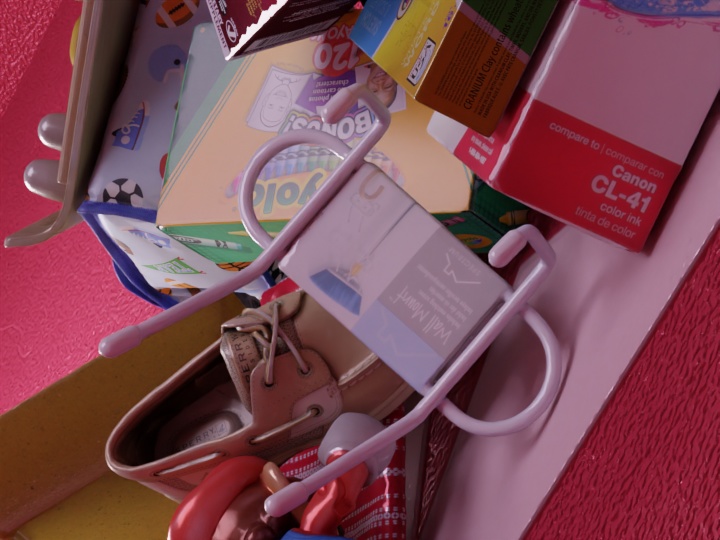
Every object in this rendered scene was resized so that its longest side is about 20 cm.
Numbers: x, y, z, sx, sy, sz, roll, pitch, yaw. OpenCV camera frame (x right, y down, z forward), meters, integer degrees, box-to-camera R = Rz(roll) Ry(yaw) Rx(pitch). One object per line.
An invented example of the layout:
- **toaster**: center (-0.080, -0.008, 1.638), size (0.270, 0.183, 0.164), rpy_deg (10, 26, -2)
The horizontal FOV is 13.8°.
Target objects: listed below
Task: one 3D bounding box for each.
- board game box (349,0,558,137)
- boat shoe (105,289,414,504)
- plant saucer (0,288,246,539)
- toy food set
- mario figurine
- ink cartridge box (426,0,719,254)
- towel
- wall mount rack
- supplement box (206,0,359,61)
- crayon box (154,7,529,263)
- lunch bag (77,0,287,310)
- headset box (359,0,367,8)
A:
- **board game box**: center (0.058, -0.153, 1.377), size (0.153, 0.040, 0.200), rpy_deg (-64, 13, 7)
- **boat shoe**: center (-0.039, 0.049, 1.440), size (0.200, 0.065, 0.072), rpy_deg (-34, 58, 25)
- **plant saucer**: center (-0.120, 0.111, 1.614), size (0.200, 0.200, 0.049), rpy_deg (-31, 62, 2)
- **toy food set**: center (-0.167, -0.119, 1.723), size (0.144, 0.060, 0.201), rpy_deg (-41, -38, -78)
- **mario figurine**: center (-0.007, 0.146, 1.384), size (0.123, 0.106, 0.200), rpy_deg (-34, 33, -16)
- **ink cartridge box**: center (0.120, -0.124, 1.361), size (0.200, 0.085, 0.148), rpy_deg (-62, 14, 8)
- **towel**: center (-0.015, 0.087, 1.499), size (0.145, 0.022, 0.201), rpy_deg (-29, 58, 60)
- **wall mount rack**: center (-0.012, 0.017, 1.367), size (0.174, 0.200, 0.075), rpy_deg (-49, -26, 0)
- **supplement box**: center (-0.029, -0.184, 1.440), size (0.109, 0.061, 0.200), rpy_deg (70, 157, 7)
- **crayon box**: center (-0.003, -0.071, 1.539), size (0.200, 0.058, 0.119), rpy_deg (-2, 69, 34)
- **lunch bag**: center (-0.079, -0.065, 1.758), size (0.200, 0.124, 0.170), rpy_deg (57, -134, -66)
- **headset box**: center (0.056, -0.244, 1.609), size (0.174, 0.093, 0.200), rpy_deg (-23, 24, 8)
